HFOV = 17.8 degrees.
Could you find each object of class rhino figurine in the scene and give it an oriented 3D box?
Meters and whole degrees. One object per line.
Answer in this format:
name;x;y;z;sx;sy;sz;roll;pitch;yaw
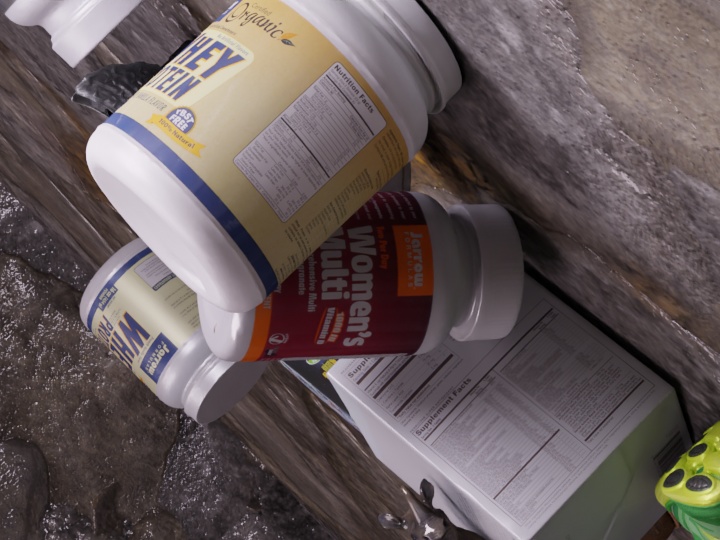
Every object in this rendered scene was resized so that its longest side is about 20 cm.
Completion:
rhino figurine;0.072;0.213;1.594;0.200;0.060;0.087;55;176;-36

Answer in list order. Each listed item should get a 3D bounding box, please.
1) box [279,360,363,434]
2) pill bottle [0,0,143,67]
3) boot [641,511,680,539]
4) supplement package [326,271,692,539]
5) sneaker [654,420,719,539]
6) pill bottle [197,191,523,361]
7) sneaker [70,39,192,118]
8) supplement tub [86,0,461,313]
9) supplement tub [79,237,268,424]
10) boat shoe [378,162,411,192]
box;0.009;0.112;1.865;0.137;0.040;0.200;43;176;-39
pill bottle;-0.252;-0.259;1.743;0.200;0.116;0.116;47;169;-8
boot;0.160;0.141;1.763;0.200;0.075;0.074;47;171;0
supplement package;0.110;0.108;1.626;0.200;0.151;0.152;39;168;30
sneaker;0.242;0.146;1.496;0.084;0.074;0.200;46;178;10
pill bottle;-0.001;0.003;1.514;0.110;0.199;0.110;178;90;-72
sneaker;-0.130;-0.106;1.869;0.200;0.104;0.060;47;168;-5
supplement tub;-0.050;-0.088;1.387;0.144;0.200;0.144;44;168;12
supplement tub;-0.217;0.070;2.715;0.200;0.145;0.145;42;169;17
boat shoe;-0.023;-0.107;1.530;0.200;0.075;0.062;61;178;-39
